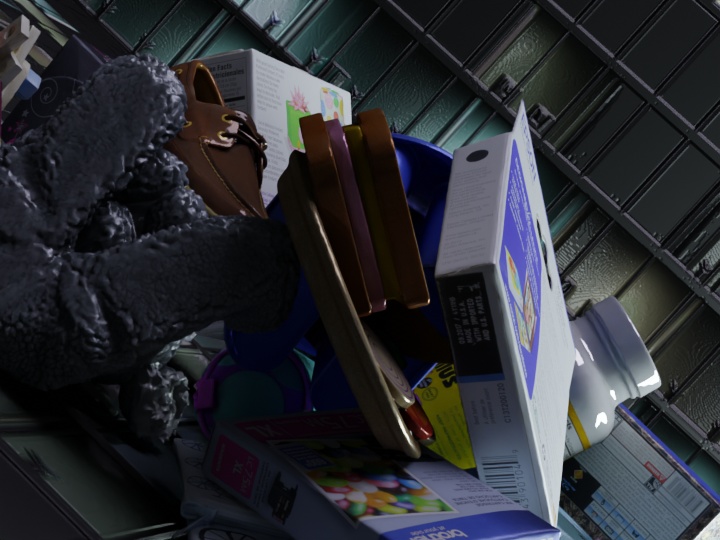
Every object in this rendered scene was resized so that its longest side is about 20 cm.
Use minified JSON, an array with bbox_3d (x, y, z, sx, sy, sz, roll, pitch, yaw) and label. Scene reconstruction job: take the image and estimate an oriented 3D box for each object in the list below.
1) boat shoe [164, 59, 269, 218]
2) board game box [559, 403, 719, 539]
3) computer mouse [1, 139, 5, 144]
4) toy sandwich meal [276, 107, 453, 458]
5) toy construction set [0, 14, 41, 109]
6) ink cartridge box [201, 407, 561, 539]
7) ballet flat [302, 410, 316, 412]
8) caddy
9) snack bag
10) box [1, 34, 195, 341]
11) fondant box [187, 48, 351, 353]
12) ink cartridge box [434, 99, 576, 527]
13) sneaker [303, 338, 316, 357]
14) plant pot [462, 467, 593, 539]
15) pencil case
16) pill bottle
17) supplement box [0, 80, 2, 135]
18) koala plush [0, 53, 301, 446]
[{"bbox_3d":[-0.095,-0.076,1.399,0.072,0.068,0.200,49,3,-39],"label":"boat shoe"},{"bbox_3d":[0.157,0.202,1.625,0.159,0.200,0.097,46,5,29],"label":"board game box"},{"bbox_3d":[-0.293,-0.095,1.495,0.200,0.053,0.139,40,5,-31],"label":"computer mouse"},{"bbox_3d":[0.013,0.005,1.232,0.205,0.070,0.205,-22,90,-87],"label":"toy sandwich meal"},{"bbox_3d":[-0.201,-0.061,1.416,0.200,0.131,0.092,51,37,-20],"label":"toy construction set"},{"bbox_3d":[0.021,0.133,1.209,0.119,0.042,0.200,-2,25,-44],"label":"ink cartridge box"},{"bbox_3d":[0.002,0.171,1.491,0.200,0.062,0.067,51,-14,-30],"label":"ballet flat"},{"bbox_3d":[0.000,0.000,1.415,0.141,0.200,0.105,33,38,-11],"label":"caddy"},{"bbox_3d":[-0.011,0.151,1.225,0.188,0.021,0.200,12,17,-10],"label":"snack bag"},{"bbox_3d":[-0.177,-0.063,1.691,0.200,0.132,0.115,45,9,35],"label":"box"},{"bbox_3d":[-0.061,-0.045,1.597,0.144,0.058,0.200,17,69,-60],"label":"fondant box"},{"bbox_3d":[0.089,0.030,1.322,0.200,0.043,0.198,-74,153,-57],"label":"ink cartridge box"},{"bbox_3d":[0.017,0.047,1.586,0.200,0.088,0.074,-1,68,-41],"label":"sneaker"},{"bbox_3d":[0.077,0.201,1.385,0.200,0.135,0.200,42,5,-4],"label":"plant pot"},{"bbox_3d":[-0.052,0.095,1.574,0.092,0.085,0.200,15,-4,16],"label":"pencil case"},{"bbox_3d":[0.107,0.096,1.559,0.104,0.200,0.104,62,0,0],"label":"pill bottle"},{"bbox_3d":[-0.282,-0.093,1.247,0.131,0.103,0.200,39,6,-15],"label":"supplement box"},{"bbox_3d":[-0.150,0.008,1.294,0.177,0.184,0.200,55,-13,13],"label":"koala plush"}]
